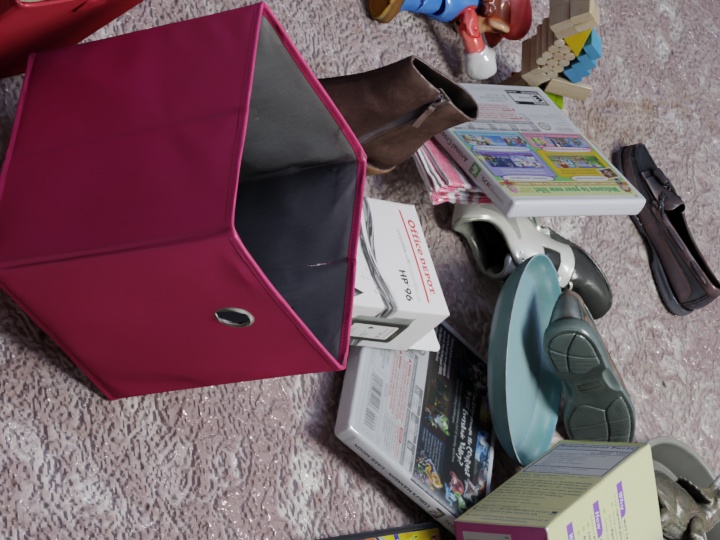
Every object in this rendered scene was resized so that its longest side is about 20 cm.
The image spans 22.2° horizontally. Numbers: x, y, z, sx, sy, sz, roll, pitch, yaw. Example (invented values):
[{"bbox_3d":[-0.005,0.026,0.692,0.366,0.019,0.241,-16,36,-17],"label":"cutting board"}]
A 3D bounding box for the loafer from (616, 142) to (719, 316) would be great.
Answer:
[{"bbox_3d":[0.347,-0.053,2.043,0.072,0.063,0.202,-11,80,-51],"label":"loafer"}]

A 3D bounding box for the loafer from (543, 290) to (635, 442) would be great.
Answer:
[{"bbox_3d":[0.225,0.103,1.778,0.063,0.071,0.201,-81,157,-44],"label":"loafer"}]

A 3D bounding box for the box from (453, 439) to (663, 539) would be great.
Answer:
[{"bbox_3d":[0.183,0.267,1.624,0.199,0.096,0.178,-27,110,-51],"label":"box"}]

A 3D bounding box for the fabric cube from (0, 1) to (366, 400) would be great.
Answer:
[{"bbox_3d":[-0.128,-0.043,1.334,0.197,0.197,0.202,54,34,-50],"label":"fabric cube"}]

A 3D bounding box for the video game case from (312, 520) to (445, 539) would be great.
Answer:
[{"bbox_3d":[0.029,0.315,1.514,0.180,0.025,0.202,1,69,-49],"label":"video game case"}]

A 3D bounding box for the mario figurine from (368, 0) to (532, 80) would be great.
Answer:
[{"bbox_3d":[0.086,-0.266,1.862,0.199,0.106,0.125,10,100,-35],"label":"mario figurine"}]

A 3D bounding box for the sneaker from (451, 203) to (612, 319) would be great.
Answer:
[{"bbox_3d":[0.161,-0.005,1.800,0.200,0.074,0.089,41,46,-12],"label":"sneaker"}]

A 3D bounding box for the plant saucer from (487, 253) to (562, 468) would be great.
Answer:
[{"bbox_3d":[0.153,0.085,1.716,0.200,0.027,0.202,2,90,-70],"label":"plant saucer"}]

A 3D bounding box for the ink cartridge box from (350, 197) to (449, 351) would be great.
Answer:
[{"bbox_3d":[0.000,0.000,1.577,0.199,0.068,0.117,7,55,-40],"label":"ink cartridge box"}]

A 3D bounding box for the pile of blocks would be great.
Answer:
[{"bbox_3d":[0.203,-0.222,1.872,0.081,0.200,0.063,14,56,-14],"label":"pile of blocks"}]

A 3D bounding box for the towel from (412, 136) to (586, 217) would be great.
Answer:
[{"bbox_3d":[0.120,-0.109,1.769,0.199,0.030,0.147,6,39,-35],"label":"towel"}]

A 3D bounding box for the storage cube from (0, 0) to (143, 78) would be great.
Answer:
[{"bbox_3d":[-0.270,-0.241,1.330,0.199,0.179,0.172,-24,90,-53],"label":"storage cube"}]

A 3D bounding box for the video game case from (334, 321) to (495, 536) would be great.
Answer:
[{"bbox_3d":[0.055,0.117,1.634,0.182,0.023,0.201,42,37,-27],"label":"video game case"}]

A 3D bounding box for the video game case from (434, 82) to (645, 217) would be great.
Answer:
[{"bbox_3d":[0.156,-0.116,1.762,0.199,0.022,0.182,-2,43,-45],"label":"video game case"}]

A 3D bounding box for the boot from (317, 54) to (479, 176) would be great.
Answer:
[{"bbox_3d":[-0.016,-0.156,1.591,0.199,0.166,0.073,31,50,-36],"label":"boot"}]

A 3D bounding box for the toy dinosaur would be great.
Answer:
[{"bbox_3d":[0.293,0.233,1.781,0.199,0.077,0.103,19,46,-37],"label":"toy dinosaur"}]

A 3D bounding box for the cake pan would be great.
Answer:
[{"bbox_3d":[0.319,0.270,1.864,0.199,0.037,0.202,25,54,-40],"label":"cake pan"}]
